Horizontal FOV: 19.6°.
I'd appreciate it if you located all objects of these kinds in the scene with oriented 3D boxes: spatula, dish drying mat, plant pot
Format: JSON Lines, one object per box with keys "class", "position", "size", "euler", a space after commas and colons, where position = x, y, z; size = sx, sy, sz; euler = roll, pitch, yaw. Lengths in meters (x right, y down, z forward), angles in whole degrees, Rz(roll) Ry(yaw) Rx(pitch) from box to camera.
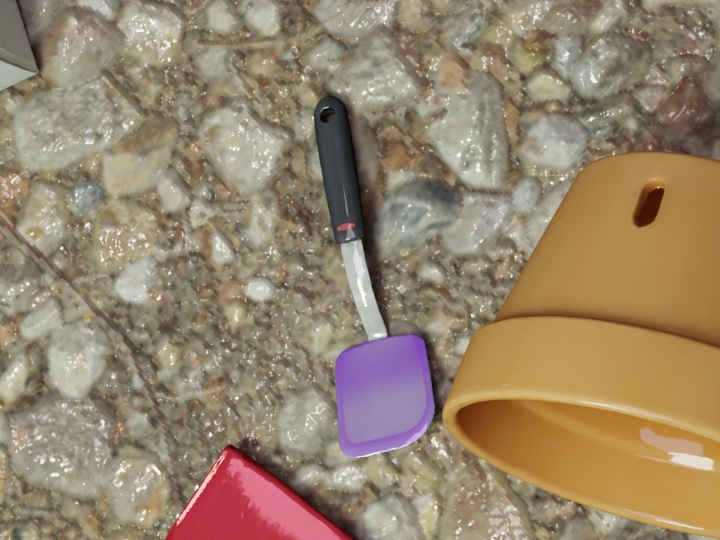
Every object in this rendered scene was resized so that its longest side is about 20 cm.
{"class": "spatula", "position": [0.000, 0.000, 1.134], "size": [0.056, 0.021, 0.201], "euler": [-14, 80, 18]}
{"class": "dish drying mat", "position": [-0.015, 0.183, 1.124], "size": [0.200, 0.018, 0.077], "euler": [37, 97, 17]}
{"class": "plant pot", "position": [0.154, 0.035, 1.005], "size": [0.199, 0.200, 0.140], "euler": [12, 71, 18]}

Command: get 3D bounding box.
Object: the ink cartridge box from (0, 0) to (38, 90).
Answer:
{"class": "ink cartridge box", "position": [-0.306, -0.146, 1.214], "size": [0.199, 0.084, 0.146], "euler": [-22, 78, 15]}
